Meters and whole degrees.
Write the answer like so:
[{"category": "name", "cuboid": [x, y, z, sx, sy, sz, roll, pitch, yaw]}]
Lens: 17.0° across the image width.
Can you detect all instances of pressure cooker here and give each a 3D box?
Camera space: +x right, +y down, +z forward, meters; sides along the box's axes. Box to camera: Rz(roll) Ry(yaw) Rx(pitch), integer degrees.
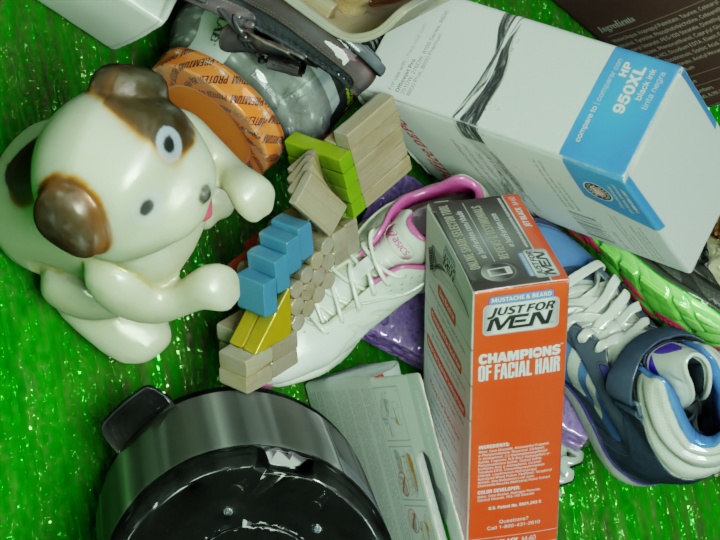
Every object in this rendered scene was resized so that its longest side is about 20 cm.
[{"category": "pressure cooker", "cuboid": [-0.070, 0.163, 1.434, 0.179, 0.200, 0.176, 1, 104, -8]}]

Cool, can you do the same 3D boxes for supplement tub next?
[{"category": "supplement tub", "cuboid": [-0.036, -0.160, 1.529, 0.123, 0.123, 0.200, 48, 64, -15]}]

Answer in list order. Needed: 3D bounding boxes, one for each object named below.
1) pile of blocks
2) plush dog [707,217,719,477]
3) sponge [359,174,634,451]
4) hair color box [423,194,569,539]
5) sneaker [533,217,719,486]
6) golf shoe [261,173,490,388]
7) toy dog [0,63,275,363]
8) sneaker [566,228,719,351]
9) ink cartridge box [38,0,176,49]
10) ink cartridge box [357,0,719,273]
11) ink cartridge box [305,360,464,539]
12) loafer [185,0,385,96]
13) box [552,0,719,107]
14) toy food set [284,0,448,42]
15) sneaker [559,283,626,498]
[{"category": "pile of blocks", "cuboid": [-0.047, -0.025, 1.464, 0.200, 0.062, 0.082, -60, 143, -13]}, {"category": "plush dog", "cuboid": [0.252, 0.046, 1.652, 0.160, 0.200, 0.172, 6, 67, 8]}, {"category": "sponge", "cuboid": [0.081, 0.025, 1.583, 0.200, 0.030, 0.112, 27, 68, 1]}, {"category": "hair color box", "cuboid": [0.081, 0.068, 1.472, 0.064, 0.111, 0.200, -8, 122, -11]}, {"category": "sneaker", "cuboid": [0.168, 0.041, 1.493, 0.081, 0.146, 0.200, -30, 88, -24]}, {"category": "golf shoe", "cuboid": [0.000, 0.000, 1.515, 0.200, 0.092, 0.075, -36, 82, -16]}, {"category": "toy dog", "cuboid": [-0.143, -0.052, 1.401, 0.194, 0.200, 0.140, 35, 75, -6]}, {"category": "sneaker", "cuboid": [0.194, -0.027, 1.568, 0.084, 0.077, 0.200, -40, 67, -3]}, {"category": "ink cartridge box", "cuboid": [-0.186, -0.252, 1.483, 0.200, 0.085, 0.146, 33, 69, -23]}, {"category": "ink cartridge box", "cuboid": [0.118, -0.089, 1.501, 0.084, 0.200, 0.145, -62, 149, -11]}, {"category": "ink cartridge box", "cuboid": [0.036, 0.136, 1.484, 0.047, 0.200, 0.160, -15, 91, -21]}, {"category": "loafer", "cuboid": [-0.078, -0.158, 1.425, 0.200, 0.072, 0.063, 38, 89, 8]}, {"category": "box", "cuboid": [0.237, -0.241, 1.662, 0.200, 0.164, 0.166, 37, 68, -19]}, {"category": "toy food set", "cuboid": [-0.027, -0.216, 1.415, 0.200, 0.060, 0.144, 38, 30, 10]}, {"category": "sneaker", "cuboid": [0.121, 0.086, 1.618, 0.081, 0.075, 0.200, 29, 67, -8]}]
